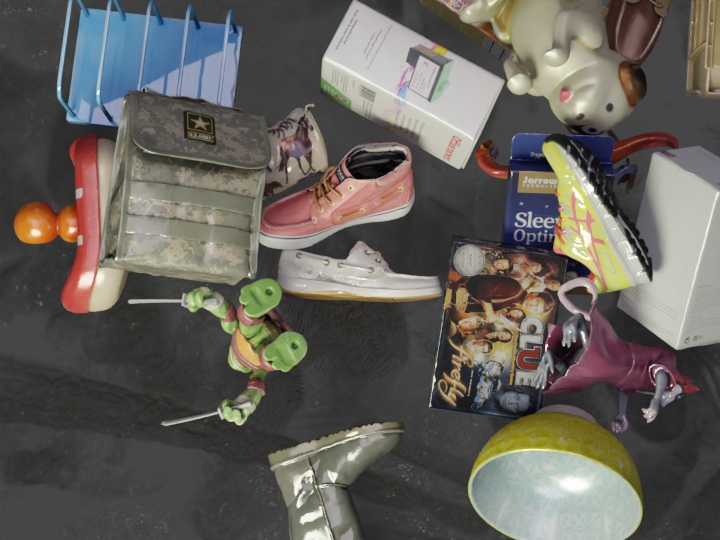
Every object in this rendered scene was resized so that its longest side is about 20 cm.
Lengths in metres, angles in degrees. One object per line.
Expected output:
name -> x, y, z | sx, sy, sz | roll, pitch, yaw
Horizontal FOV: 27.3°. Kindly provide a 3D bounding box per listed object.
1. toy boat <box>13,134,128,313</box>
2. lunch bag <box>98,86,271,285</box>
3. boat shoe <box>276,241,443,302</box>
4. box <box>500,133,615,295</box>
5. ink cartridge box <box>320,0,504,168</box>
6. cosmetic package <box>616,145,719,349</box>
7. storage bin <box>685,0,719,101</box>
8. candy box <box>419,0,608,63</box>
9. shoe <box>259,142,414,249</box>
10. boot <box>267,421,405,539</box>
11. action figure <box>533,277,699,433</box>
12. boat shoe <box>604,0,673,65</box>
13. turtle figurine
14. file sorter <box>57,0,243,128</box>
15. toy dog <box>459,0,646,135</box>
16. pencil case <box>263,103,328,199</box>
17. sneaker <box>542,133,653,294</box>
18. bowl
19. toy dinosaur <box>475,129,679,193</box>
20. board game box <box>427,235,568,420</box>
toy boat -> -0.333, -0.052, 1.706 | 0.129, 0.131, 0.203 | -2, 83, -7
lunch bag -> -0.190, -0.095, 1.631 | 0.162, 0.117, 0.203 | 8, 81, -20
boat shoe -> 0.000, 0.000, 1.740 | 0.197, 0.071, 0.070 | 4, 84, 1
box -> 0.225, -0.062, 1.711 | 0.119, 0.033, 0.202 | 2, 123, 0
ink cartridge box -> 0.058, -0.213, 1.727 | 0.198, 0.145, 0.085 | 29, 81, 2
cosmetic package -> 0.371, -0.027, 1.679 | 0.080, 0.113, 0.202 | -8, 122, -32
storage bin -> 0.501, -0.293, 1.773 | 0.197, 0.094, 0.201 | 5, 84, -1
candy box -> 0.184, -0.319, 1.787 | 0.199, 0.055, 0.116 | 35, 83, 3
shoe -> -0.032, -0.092, 1.727 | 0.198, 0.091, 0.072 | -14, 55, -8
boot -> -0.009, 0.288, 1.708 | 0.180, 0.073, 0.202 | -19, 77, 11
action figure -> 0.298, 0.105, 1.701 | 0.198, 0.134, 0.151 | 10, 75, -22
boat shoe -> 0.346, -0.343, 1.785 | 0.075, 0.072, 0.202 | 17, 83, 1
turtle figurine -> -0.150, 0.091, 1.650 | 0.198, 0.194, 0.146 | 12, 68, -19
file sorter -> -0.247, -0.243, 1.737 | 0.197, 0.123, 0.141 | 7, 83, 0
toy dog -> 0.233, -0.245, 1.684 | 0.139, 0.193, 0.202 | -36, 75, 31
pencil case -> -0.133, -0.123, 1.747 | 0.198, 0.078, 0.090 | -24, 107, -3
sneaker -> 0.244, -0.056, 1.644 | 0.090, 0.078, 0.201 | -25, 102, 24
bowl -> 0.226, 0.219, 1.683 | 0.198, 0.201, 0.108 | 15, 50, 1
toy dinosaur -> 0.233, -0.138, 1.728 | 0.180, 0.200, 0.106 | -1, 65, -32
board game box -> 0.158, 0.069, 1.720 | 0.134, 0.035, 0.203 | 7, 103, -1
